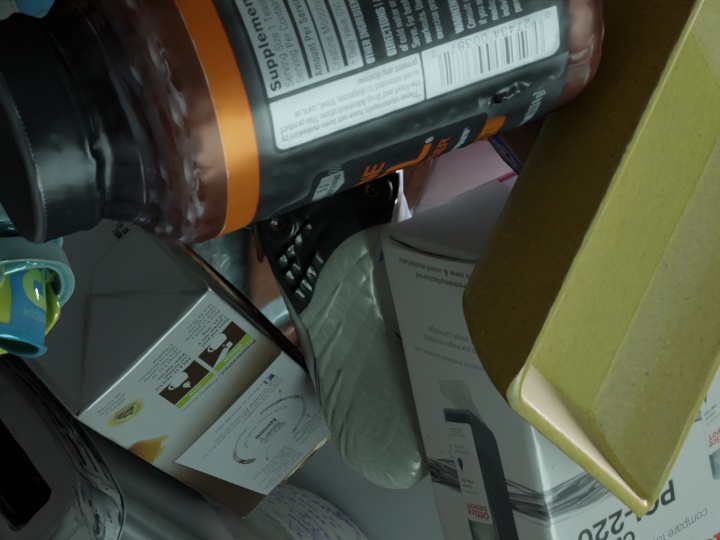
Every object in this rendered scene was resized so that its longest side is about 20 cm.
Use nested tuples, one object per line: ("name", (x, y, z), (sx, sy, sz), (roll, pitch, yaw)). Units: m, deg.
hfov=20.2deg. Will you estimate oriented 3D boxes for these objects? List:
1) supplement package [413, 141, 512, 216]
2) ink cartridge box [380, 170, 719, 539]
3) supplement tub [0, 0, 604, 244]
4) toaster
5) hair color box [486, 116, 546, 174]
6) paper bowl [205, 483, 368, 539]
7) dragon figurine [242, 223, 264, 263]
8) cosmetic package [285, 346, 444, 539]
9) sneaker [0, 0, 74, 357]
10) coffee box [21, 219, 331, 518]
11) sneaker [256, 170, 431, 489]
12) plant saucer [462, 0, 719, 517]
("supplement package", (0.131, 0.008, 1.028), (0.120, 0.200, 0.121), (-68, 159, -68))
("ink cartridge box", (0.103, 0.056, 0.902), (0.146, 0.085, 0.200), (-25, 115, -32))
("supplement tub", (-0.027, -0.074, 0.669), (0.200, 0.107, 0.107), (-21, 147, -19))
("toaster", (-0.142, 0.119, 0.929), (0.114, 0.200, 0.129), (-45, 137, 1))
("hair color box", (0.117, -0.134, 0.838), (0.200, 0.065, 0.109), (-40, 120, 3))
("paper bowl", (-0.079, 0.219, 1.123), (0.104, 0.201, 0.201), (-4, 133, -55))
("dragon figurine", (-0.036, -0.035, 0.973), (0.059, 0.099, 0.200), (-44, 130, 0))
("cosmetic package", (0.023, 0.151, 1.213), (0.167, 0.166, 0.200), (-2, 130, -54))
("sneaker", (-0.127, -0.043, 0.751), (0.200, 0.131, 0.080), (-47, 153, 3))
("coffee box", (-0.093, 0.031, 0.927), (0.080, 0.114, 0.200), (-45, 154, -1))
("sneaker", (0.000, 0.000, 0.915), (0.072, 0.072, 0.200), (-67, 147, -68))
("plant saucer", (0.108, -0.022, 0.770), (0.200, 0.048, 0.200), (-64, 152, -8))
